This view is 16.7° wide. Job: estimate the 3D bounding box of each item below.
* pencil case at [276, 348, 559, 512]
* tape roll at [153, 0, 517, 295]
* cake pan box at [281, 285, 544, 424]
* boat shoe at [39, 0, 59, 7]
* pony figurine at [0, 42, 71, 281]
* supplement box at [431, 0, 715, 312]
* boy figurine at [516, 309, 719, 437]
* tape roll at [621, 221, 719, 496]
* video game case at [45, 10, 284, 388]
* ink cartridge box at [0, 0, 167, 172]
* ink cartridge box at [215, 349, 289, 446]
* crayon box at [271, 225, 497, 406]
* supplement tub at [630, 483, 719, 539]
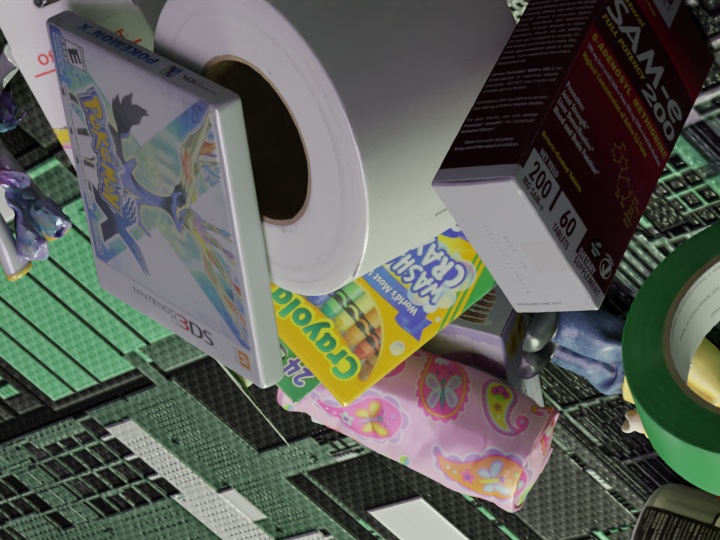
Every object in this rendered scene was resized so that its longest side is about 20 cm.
[{"bbox_3d":[0.040,0.097,1.738,0.199,0.088,0.088,23,148,12],"label":"pencil case"},{"bbox_3d":[-0.012,-0.103,1.461,0.202,0.139,0.204,35,139,37],"label":"tape roll"},{"bbox_3d":[0.036,0.064,1.814,0.199,0.052,0.185,15,143,22],"label":"cake pan box"},{"bbox_3d":[-0.184,-0.155,1.672,0.072,0.060,0.202,18,147,18],"label":"boat shoe"},{"bbox_3d":[-0.285,-0.095,1.758,0.201,0.166,0.193,61,169,-18],"label":"pony figurine"},{"bbox_3d":[0.124,-0.086,1.386,0.061,0.201,0.109,-3,136,39],"label":"supplement box"},{"bbox_3d":[0.209,0.082,1.688,0.199,0.065,0.125,27,146,11],"label":"boy figurine"},{"bbox_3d":[0.258,0.047,1.465,0.199,0.201,0.048,9,143,30],"label":"tape roll"},{"bbox_3d":[-0.121,-0.045,1.514,0.182,0.022,0.201,28,136,44],"label":"video game case"},{"bbox_3d":[-0.144,-0.121,1.584,0.116,0.068,0.201,-14,114,34],"label":"ink cartridge box"},{"bbox_3d":[-0.109,0.029,1.792,0.146,0.048,0.200,52,174,-31],"label":"ink cartridge box"},{"bbox_3d":[0.000,0.000,1.629,0.126,0.200,0.052,47,-172,-27],"label":"crayon box"},{"bbox_3d":[0.296,0.238,1.779,0.199,0.123,0.123,16,146,21],"label":"supplement tub"}]
